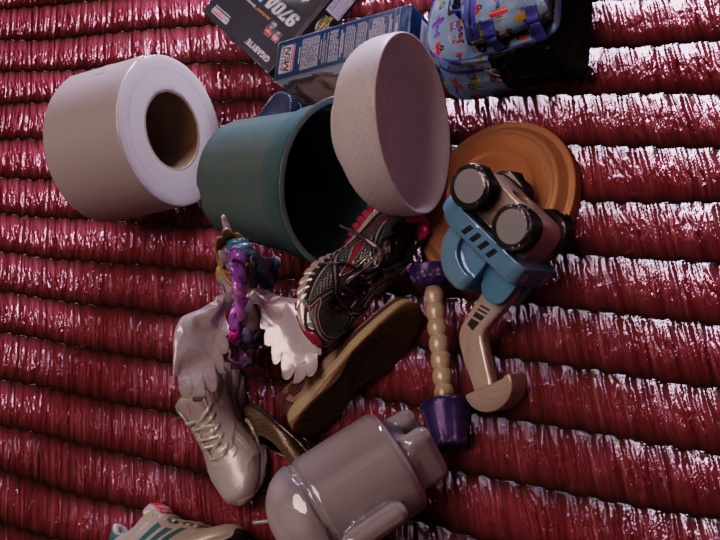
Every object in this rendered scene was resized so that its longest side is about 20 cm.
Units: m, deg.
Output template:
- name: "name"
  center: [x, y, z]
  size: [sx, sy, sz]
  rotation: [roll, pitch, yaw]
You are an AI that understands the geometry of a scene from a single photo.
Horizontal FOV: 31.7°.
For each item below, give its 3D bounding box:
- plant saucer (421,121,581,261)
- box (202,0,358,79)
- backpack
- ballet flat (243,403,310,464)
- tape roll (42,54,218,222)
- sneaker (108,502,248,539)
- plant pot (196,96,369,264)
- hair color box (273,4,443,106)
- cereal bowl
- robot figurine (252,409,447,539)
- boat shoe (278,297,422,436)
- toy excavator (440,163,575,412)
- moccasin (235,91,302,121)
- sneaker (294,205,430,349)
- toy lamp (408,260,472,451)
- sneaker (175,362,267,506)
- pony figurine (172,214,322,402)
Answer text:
- name: "plant saucer"
  center: [0.149, -0.076, 1.411]
  size: [0.199, 0.032, 0.202]
  rotation: [-16, 59, 29]
- name: "box"
  center: [-0.111, -0.364, 1.740]
  size: [0.159, 0.046, 0.200]
  rotation: [-49, 49, 6]
- name: "backpack"
  center: [0.158, -0.295, 1.449]
  size: [0.199, 0.134, 0.184]
  rotation: [-9, 61, 36]
- name: "ballet flat"
  center: [-0.072, 0.214, 1.408]
  size: [0.200, 0.067, 0.046]
  rotation: [37, 83, 36]
- name: "tape roll"
  center: [-0.300, -0.173, 1.681]
  size: [0.138, 0.202, 0.204]
  rotation: [-8, 63, 33]
- name: "sneaker"
  center: [-0.219, 0.305, 1.464]
  size: [0.199, 0.070, 0.094]
  rotation: [-24, 56, 26]
- name: "plant pot"
  center: [-0.080, -0.104, 1.501]
  size: [0.195, 0.200, 0.201]
  rotation: [6, 71, 47]
- name: "hair color box"
  center: [0.002, -0.257, 1.565]
  size: [0.199, 0.100, 0.061]
  rotation: [-9, 64, 34]
- name: "cereal bowl"
  center: [0.024, -0.157, 1.384]
  size: [0.083, 0.200, 0.201]
  rotation: [-3, 66, 26]
- name: "robot figurine"
  center: [-0.012, 0.224, 1.281]
  size: [0.199, 0.113, 0.170]
  rotation: [-31, 25, -8]
- name: "boat shoe"
  center: [-0.017, 0.095, 1.424]
  size: [0.200, 0.072, 0.072]
  rotation: [-48, 47, 12]
- name: "toy excavator"
  center: [0.137, 0.018, 1.316]
  size: [0.195, 0.100, 0.200]
  rotation: [47, 114, 26]
- name: "moccasin"
  center: [-0.132, -0.144, 1.629]
  size: [0.080, 0.068, 0.201]
  rotation: [7, 72, 39]
- name: "sneaker"
  center: [0.000, 0.000, 1.400]
  size: [0.074, 0.081, 0.200]
  rotation: [3, 50, 49]
- name: "toy lamp"
  center: [0.086, 0.091, 1.348]
  size: [0.058, 0.058, 0.201]
  rotation: [-17, 65, 29]
- name: "sneaker"
  center: [-0.175, 0.182, 1.474]
  size: [0.078, 0.099, 0.201]
  rotation: [-37, 51, 16]
- name: "pony figurine"
  center: [-0.136, 0.050, 1.449]
  size: [0.165, 0.200, 0.194]
  rotation: [-9, 78, -4]
